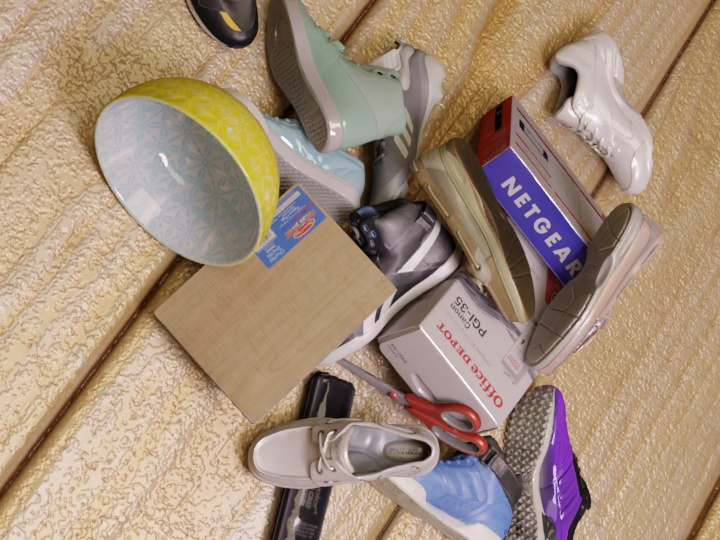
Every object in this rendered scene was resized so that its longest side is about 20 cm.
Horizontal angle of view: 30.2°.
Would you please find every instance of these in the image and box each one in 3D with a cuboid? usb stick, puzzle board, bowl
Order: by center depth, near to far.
[{"bbox_3d":[-0.150,-0.115,1.300,0.201,0.199,0.108,49,52,-14],"label":"bowl"},{"bbox_3d":[-0.084,0.031,1.340,0.200,0.017,0.151,-42,84,-12],"label":"puzzle board"},{"bbox_3d":[-0.050,0.207,1.398,0.055,0.032,0.203,20,76,-26],"label":"usb stick"}]

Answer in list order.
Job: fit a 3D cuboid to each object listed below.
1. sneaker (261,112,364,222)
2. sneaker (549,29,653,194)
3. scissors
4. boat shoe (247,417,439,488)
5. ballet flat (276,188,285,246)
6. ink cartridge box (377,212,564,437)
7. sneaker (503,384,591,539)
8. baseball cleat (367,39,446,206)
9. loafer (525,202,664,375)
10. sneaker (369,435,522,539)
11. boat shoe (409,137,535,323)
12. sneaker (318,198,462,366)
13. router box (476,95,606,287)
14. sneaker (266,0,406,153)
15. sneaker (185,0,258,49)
[{"bbox_3d":[-0.080,-0.131,1.406,0.199,0.074,0.083,35,49,-20],"label":"sneaker"},{"bbox_3d":[0.277,-0.178,1.592,0.098,0.078,0.203,-20,85,-20],"label":"sneaker"},{"bbox_3d":[0.045,0.141,1.417,0.014,0.198,0.074,-54,153,-34],"label":"scissors"},{"bbox_3d":[-0.018,0.180,1.347,0.197,0.069,0.072,-5,80,0],"label":"boat shoe"},{"bbox_3d":[-0.111,0.012,1.380,0.046,0.066,0.203,39,60,-61],"label":"ballet flat"},{"bbox_3d":[0.133,0.058,1.437,0.147,0.082,0.200,50,55,-13],"label":"ink cartridge box"},{"bbox_3d":[0.219,0.234,1.520,0.098,0.069,0.204,9,84,-33],"label":"sneaker"},{"bbox_3d":[0.026,-0.159,1.464,0.105,0.070,0.202,27,64,-15],"label":"baseball cleat"},{"bbox_3d":[0.249,0.029,1.390,0.062,0.072,0.202,31,91,-21],"label":"loafer"},{"bbox_3d":[0.093,0.215,1.446,0.199,0.076,0.112,36,71,-19],"label":"sneaker"},{"bbox_3d":[0.118,-0.034,1.375,0.203,0.063,0.073,64,24,-3],"label":"boat shoe"},{"bbox_3d":[0.000,0.000,1.398,0.199,0.073,0.112,-38,112,-4],"label":"sneaker"},{"bbox_3d":[0.208,-0.080,1.489,0.049,0.180,0.201,-34,105,20],"label":"router box"},{"bbox_3d":[-0.023,-0.213,1.412,0.117,0.074,0.202,-9,63,-29],"label":"sneaker"},{"bbox_3d":[-0.145,-0.331,1.372,0.069,0.090,0.203,-17,92,-27],"label":"sneaker"}]
